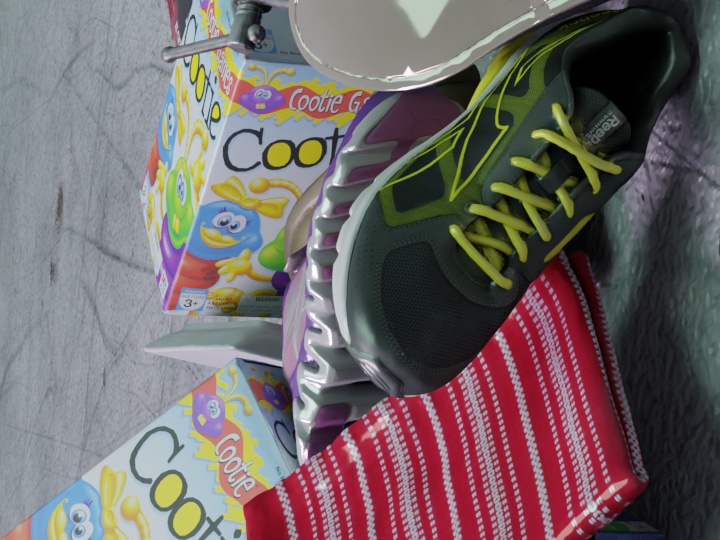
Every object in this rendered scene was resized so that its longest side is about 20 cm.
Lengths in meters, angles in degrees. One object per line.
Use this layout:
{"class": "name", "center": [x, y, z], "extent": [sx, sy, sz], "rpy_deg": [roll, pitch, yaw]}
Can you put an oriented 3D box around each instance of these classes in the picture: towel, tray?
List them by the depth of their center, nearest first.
{"class": "towel", "center": [0.025, 0.092, 0.772], "extent": [0.200, 0.022, 0.145], "rpy_deg": [-41, 31, 24]}
{"class": "tray", "center": [-0.051, 0.047, 1.107], "extent": [0.200, 0.106, 0.022], "rpy_deg": [173, 109, -70]}

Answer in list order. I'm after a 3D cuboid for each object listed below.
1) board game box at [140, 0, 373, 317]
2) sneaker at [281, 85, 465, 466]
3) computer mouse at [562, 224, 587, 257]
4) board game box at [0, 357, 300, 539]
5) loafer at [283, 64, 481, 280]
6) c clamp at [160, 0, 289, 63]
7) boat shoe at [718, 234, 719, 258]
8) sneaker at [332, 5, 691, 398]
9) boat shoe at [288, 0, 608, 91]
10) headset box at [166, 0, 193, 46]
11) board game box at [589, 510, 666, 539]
{"class": "board game box", "center": [-0.051, -0.077, 1.103], "extent": [0.201, 0.104, 0.104], "rpy_deg": [112, 152, -43]}
{"class": "sneaker", "center": [0.000, 0.000, 0.898], "extent": [0.089, 0.080, 0.202], "rpy_deg": [-121, 37, -56]}
{"class": "computer mouse", "center": [0.071, 0.023, 0.821], "extent": [0.059, 0.034, 0.202], "rpy_deg": [-42, 37, 49]}
{"class": "board game box", "center": [-0.087, 0.146, 0.980], "extent": [0.200, 0.105, 0.104], "rpy_deg": [-38, 65, 21]}
{"class": "loafer", "center": [0.013, -0.025, 0.976], "extent": [0.201, 0.075, 0.068], "rpy_deg": [114, 143, -53]}
{"class": "c clamp", "center": [-0.024, -0.201, 0.967], "extent": [0.170, 0.027, 0.202], "rpy_deg": [6, 75, 48]}
{"class": "boat shoe", "center": [0.157, 0.021, 0.592], "extent": [0.201, 0.060, 0.072], "rpy_deg": [-124, 42, -59]}
{"class": "sneaker", "center": [0.060, -0.038, 0.751], "extent": [0.201, 0.074, 0.084], "rpy_deg": [-57, 17, -27]}
{"class": "boat shoe", "center": [0.055, -0.125, 0.803], "extent": [0.199, 0.063, 0.073], "rpy_deg": [-14, 96, 42]}
{"class": "headset box", "center": [-0.074, -0.222, 1.255], "extent": [0.201, 0.074, 0.150], "rpy_deg": [115, 151, -46]}
{"class": "board game box", "center": [0.067, 0.155, 0.859], "extent": [0.200, 0.034, 0.137], "rpy_deg": [-153, 68, -68]}
